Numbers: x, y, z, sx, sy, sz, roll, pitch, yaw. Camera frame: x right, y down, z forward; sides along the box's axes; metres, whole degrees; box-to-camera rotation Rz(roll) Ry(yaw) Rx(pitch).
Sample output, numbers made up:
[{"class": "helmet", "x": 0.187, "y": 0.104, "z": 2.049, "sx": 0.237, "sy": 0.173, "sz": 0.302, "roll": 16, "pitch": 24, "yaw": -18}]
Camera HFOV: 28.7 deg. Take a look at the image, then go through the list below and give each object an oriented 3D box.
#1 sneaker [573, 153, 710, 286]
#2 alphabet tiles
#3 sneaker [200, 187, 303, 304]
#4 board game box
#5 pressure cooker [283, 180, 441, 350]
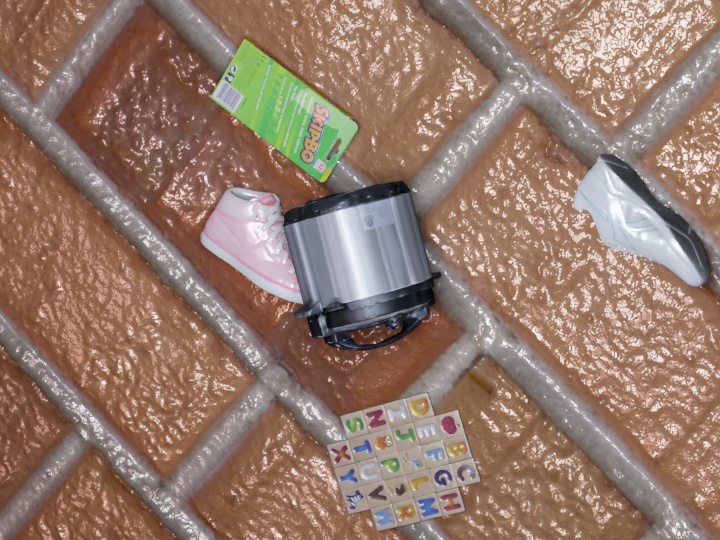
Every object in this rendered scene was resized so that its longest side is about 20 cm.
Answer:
[{"class": "sneaker", "x": 0.345, "y": -0.049, "z": 1.727, "sx": 0.200, "sy": 0.070, "sz": 0.080, "roll": 48, "pitch": 119, "yaw": 14}, {"class": "alphabet tiles", "x": 0.057, "y": 0.260, "z": 1.901, "sx": 0.198, "sy": 0.006, "sz": 0.168, "roll": -17, "pitch": 91, "yaw": 21}, {"class": "sneaker", "x": -0.118, "y": -0.039, "z": 1.882, "sx": 0.199, "sy": 0.075, "sz": 0.105, "roll": 32, "pitch": 112, "yaw": 17}, {"class": "board game box", "x": -0.099, "y": -0.213, "z": 1.877, "sx": 0.200, "sy": 0.030, "sz": 0.096, "roll": 39, "pitch": 109, "yaw": 13}, {"class": "pressure cooker", "x": 0.001, "y": 0.000, "z": 1.790, "sx": 0.174, "sy": 0.179, "sz": 0.202, "roll": -16, "pitch": 91, "yaw": 15}]
